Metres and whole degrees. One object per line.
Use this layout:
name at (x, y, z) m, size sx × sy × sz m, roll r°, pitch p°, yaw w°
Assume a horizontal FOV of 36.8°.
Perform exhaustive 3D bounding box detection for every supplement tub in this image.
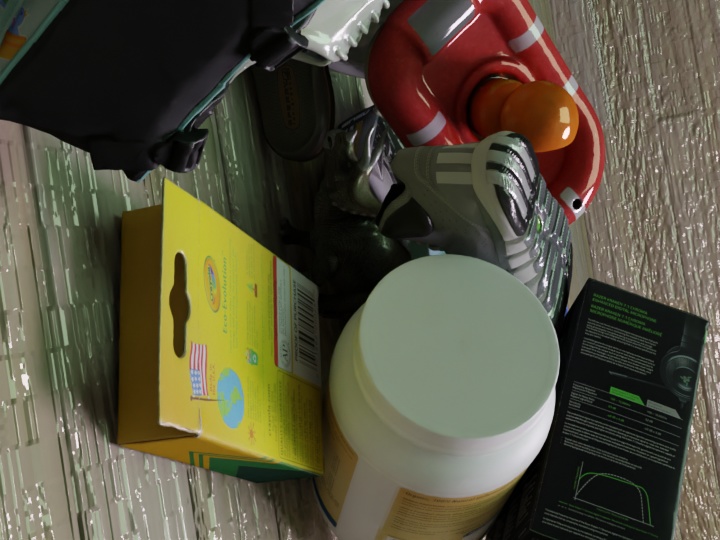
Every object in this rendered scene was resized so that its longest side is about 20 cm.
supplement tub at (0.045, 0.097, 0.709) m, size 0.201 × 0.142 × 0.147 m, roll 104°, pitch -9°, yaw -56°

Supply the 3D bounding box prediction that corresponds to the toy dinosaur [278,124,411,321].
toy dinosaur at (0.000, 0.000, 0.789) m, size 0.078 × 0.101 × 0.202 m, roll -76°, pitch 147°, yaw -49°

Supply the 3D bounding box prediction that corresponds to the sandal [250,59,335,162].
sandal at (-0.067, -0.173, 0.752) m, size 0.054 × 0.081 × 0.204 m, roll -22°, pitch 110°, yaw -49°

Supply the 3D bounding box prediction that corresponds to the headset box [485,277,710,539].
headset box at (0.160, 0.130, 0.767) m, size 0.175 × 0.091 × 0.202 m, roll 104°, pitch 5°, yaw -59°

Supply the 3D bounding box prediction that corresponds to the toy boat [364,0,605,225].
toy boat at (0.102, -0.107, 0.743) m, size 0.200 × 0.130 × 0.131 m, roll 50°, pitch -6°, yaw -28°

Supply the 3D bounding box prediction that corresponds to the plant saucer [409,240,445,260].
plant saucer at (0.075, 0.009, 0.841) m, size 0.200 × 0.019 × 0.071 m, roll 51°, pitch 31°, yaw -54°

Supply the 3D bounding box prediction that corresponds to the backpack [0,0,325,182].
backpack at (-0.100, -0.167, 0.461) m, size 0.152 × 0.175 × 0.202 m, roll 27°, pitch 41°, yaw -28°

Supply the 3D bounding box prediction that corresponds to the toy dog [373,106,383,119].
toy dog at (0.094, -0.068, 0.905) m, size 0.199 × 0.130 × 0.098 m, roll 33°, pitch 66°, yaw -48°

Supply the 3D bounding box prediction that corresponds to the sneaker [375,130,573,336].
sneaker at (0.072, -0.025, 0.721) m, size 0.201 × 0.114 × 0.076 m, roll 59°, pitch 43°, yaw -51°

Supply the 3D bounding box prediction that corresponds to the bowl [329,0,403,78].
bowl at (0.015, -0.199, 0.846) m, size 0.201 × 0.198 × 0.092 m, roll 6°, pitch 97°, yaw -71°

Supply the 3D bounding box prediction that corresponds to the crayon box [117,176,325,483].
crayon box at (-0.080, 0.043, 0.609) m, size 0.200 × 0.050 × 0.129 m, roll 42°, pitch 43°, yaw -63°

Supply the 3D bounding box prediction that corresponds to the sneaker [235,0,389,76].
sneaker at (-0.020, -0.170, 0.699) m, size 0.073 × 0.197 × 0.072 m, roll -155°, pitch -135°, yaw -77°

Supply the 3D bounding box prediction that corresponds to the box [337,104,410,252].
box at (0.039, -0.022, 0.924) m, size 0.201 × 0.048 × 0.159 m, roll 58°, pitch 19°, yaw -23°

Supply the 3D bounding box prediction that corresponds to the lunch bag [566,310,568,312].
lunch bag at (0.137, 0.067, 1.136) m, size 0.135 × 0.131 × 0.203 m, roll -21°, pitch 102°, yaw -55°
